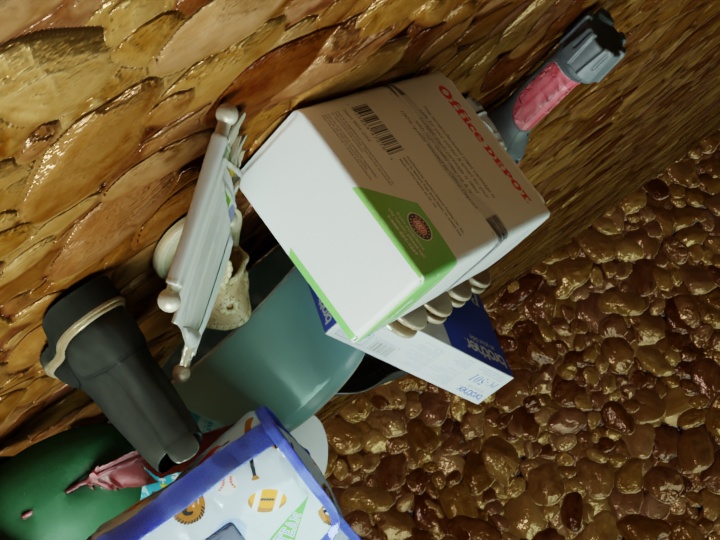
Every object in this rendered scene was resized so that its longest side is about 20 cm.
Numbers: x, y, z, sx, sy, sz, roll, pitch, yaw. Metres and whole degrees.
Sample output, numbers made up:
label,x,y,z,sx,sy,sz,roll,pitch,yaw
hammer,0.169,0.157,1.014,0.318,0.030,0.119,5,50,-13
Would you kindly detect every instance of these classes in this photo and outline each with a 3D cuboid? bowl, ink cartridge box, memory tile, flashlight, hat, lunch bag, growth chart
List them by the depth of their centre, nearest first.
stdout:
label,x,y,z,sx,sy,sz,roll,pitch,yaw
growth chart,-0.097,-0.016,0.870,0.200,0.018,0.146,104,1,-73
ink cartridge box,0.029,-0.053,0.987,0.084,0.146,0.200,-43,169,34
lunch bag,-0.101,0.194,1.002,0.170,0.124,0.200,-36,155,-6
memory tile,0.028,-0.027,1.075,0.017,0.154,0.200,-41,173,25
ink cartridge box,0.037,0.033,1.093,0.044,0.094,0.200,-38,139,22
hat,-0.214,0.137,1.126,0.177,0.199,0.166,-66,-154,19
bowl,-0.070,0.064,1.145,0.201,0.105,0.201,-42,-170,9
flashlight,0.167,-0.155,1.285,0.068,0.068,0.200,-23,165,-49
hat,-0.034,0.080,1.399,0.199,0.082,0.201,-13,-176,1

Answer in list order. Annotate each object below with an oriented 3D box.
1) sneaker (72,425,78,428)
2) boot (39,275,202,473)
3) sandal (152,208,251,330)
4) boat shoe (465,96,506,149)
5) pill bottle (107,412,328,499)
label,x,y,z,sx,sy,sz,roll,pitch,yaw
sneaker,-0.239,0.187,1.336,0.079,0.078,0.200,4,-173,10
boot,-0.168,0.096,0.996,0.077,0.139,0.200,-35,172,-10
sandal,-0.107,0.014,1.042,0.077,0.070,0.212,-35,171,-16
boat shoe,0.039,-0.070,1.210,0.200,0.066,0.074,-38,172,6
pill bottle,-0.131,0.167,1.253,0.199,0.112,0.111,-5,-171,30
